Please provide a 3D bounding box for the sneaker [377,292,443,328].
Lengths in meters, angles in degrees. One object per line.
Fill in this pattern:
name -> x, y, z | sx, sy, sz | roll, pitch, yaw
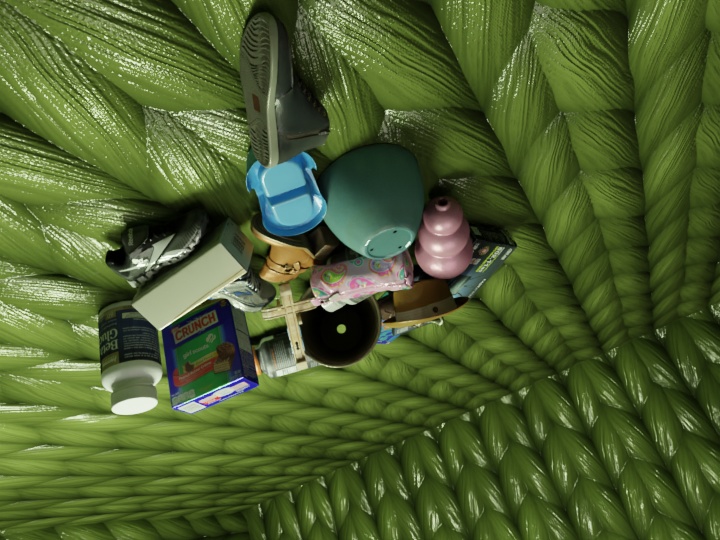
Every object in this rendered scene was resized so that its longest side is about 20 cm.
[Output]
sneaker -> 0.122, 0.101, 1.312 | 0.198, 0.076, 0.071 | -2, 130, -33

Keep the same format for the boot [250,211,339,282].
boot -> -0.153, -0.033, 1.024 | 0.199, 0.074, 0.154 | 15, 141, -42

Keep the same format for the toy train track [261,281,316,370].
toy train track -> -0.139, 0.123, 1.126 | 0.113, 0.033, 0.202 | -13, 113, -9

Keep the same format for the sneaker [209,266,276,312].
sneaker -> -0.237, 0.024, 1.069 | 0.085, 0.078, 0.199 | -41, 145, 27

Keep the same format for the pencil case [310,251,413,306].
pencil case -> 0.000, 0.014, 1.024 | 0.198, 0.088, 0.088 | -13, 153, 12

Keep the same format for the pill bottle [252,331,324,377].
pill bottle -> -0.189, 0.211, 1.383 | 0.198, 0.107, 0.107 | -13, 151, -10

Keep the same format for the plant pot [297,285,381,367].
plant pot -> -0.048, 0.130, 1.269 | 0.198, 0.202, 0.174 | -18, 167, -3

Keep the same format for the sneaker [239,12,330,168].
sneaker -> -0.095, -0.242, 0.713 | 0.106, 0.075, 0.201 | -28, 145, -31

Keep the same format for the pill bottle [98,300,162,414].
pill bottle -> -0.449, 0.170, 1.056 | 0.110, 0.202, 0.111 | -15, 151, -8

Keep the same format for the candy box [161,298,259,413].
candy box -> -0.320, 0.173, 1.139 | 0.168, 0.202, 0.077 | -24, 150, 6

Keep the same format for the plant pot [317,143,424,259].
plant pot -> 0.030, -0.100, 0.950 | 0.198, 0.136, 0.201 | -15, 152, -8

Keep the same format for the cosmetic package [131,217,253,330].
cosmetic package -> -0.288, 0.005, 0.938 | 0.199, 0.104, 0.073 | -33, 116, 14

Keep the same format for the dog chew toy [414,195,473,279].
dog chew toy -> 0.170, -0.073, 1.108 | 0.123, 0.125, 0.201 | -17, 143, -3

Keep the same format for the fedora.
fedora -> 0.136, 0.063, 1.185 | 0.198, 0.083, 0.201 | -17, -179, 0

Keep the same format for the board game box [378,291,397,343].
board game box -> 0.075, 0.133, 1.472 | 0.151, 0.045, 0.200 | 7, 140, -39

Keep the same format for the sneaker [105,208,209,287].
sneaker -> -0.341, -0.046, 0.889 | 0.199, 0.067, 0.090 | -32, 141, 17

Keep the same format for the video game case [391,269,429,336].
video game case -> 0.151, 0.076, 1.379 | 0.141, 0.019, 0.202 | -16, 135, -20

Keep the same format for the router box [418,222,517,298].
router box -> 0.251, -0.016, 1.276 | 0.149, 0.062, 0.201 | 4, 134, -38

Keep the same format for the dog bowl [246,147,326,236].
dog bowl -> -0.122, -0.136, 0.874 | 0.110, 0.050, 0.201 | -20, 147, -4

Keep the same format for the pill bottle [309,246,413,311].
pill bottle -> 0.000, 0.000, 1.126 | 0.199, 0.115, 0.114 | -29, 150, 17
